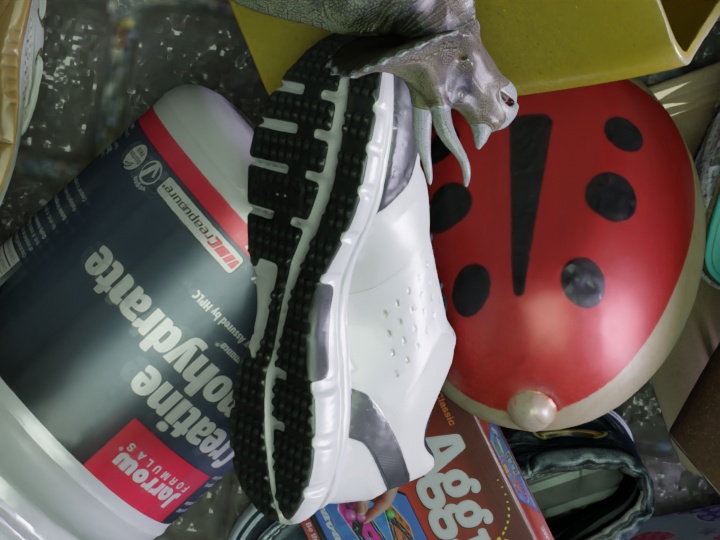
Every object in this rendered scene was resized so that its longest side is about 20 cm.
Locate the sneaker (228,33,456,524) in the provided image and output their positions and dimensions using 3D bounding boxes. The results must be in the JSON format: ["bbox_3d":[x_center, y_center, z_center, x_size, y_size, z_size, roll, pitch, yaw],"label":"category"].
[{"bbox_3d":[0.000,0.000,0.999,0.080,0.074,0.200,-3,110,-36],"label":"sneaker"}]

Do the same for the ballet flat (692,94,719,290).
[{"bbox_3d":[0.188,-0.089,1.090,0.072,0.072,0.200,16,113,-7],"label":"ballet flat"}]

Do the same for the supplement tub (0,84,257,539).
[{"bbox_3d":[-0.098,0.030,1.089,0.200,0.140,0.140,-43,101,3],"label":"supplement tub"}]

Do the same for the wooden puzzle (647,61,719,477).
[{"bbox_3d":[0.217,-0.019,1.162,0.200,0.037,0.185,-19,100,4],"label":"wooden puzzle"}]

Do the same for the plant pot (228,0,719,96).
[{"bbox_3d":[0.033,-0.170,1.038,0.176,0.200,0.200,-19,102,21],"label":"plant pot"}]

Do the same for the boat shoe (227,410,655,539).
[{"bbox_3d":[0.034,0.112,1.139,0.200,0.091,0.071,-20,101,-1],"label":"boat shoe"}]

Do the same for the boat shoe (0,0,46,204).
[{"bbox_3d":[-0.171,-0.078,1.094,0.071,0.069,0.200,16,89,6],"label":"boat shoe"}]

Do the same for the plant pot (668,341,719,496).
[{"bbox_3d":[0.234,0.038,1.053,0.200,0.187,0.187,-40,101,4],"label":"plant pot"}]

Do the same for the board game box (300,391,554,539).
[{"bbox_3d":[0.045,0.147,1.100,0.103,0.019,0.200,-25,94,26],"label":"board game box"}]

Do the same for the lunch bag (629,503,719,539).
[{"bbox_3d":[0.189,0.213,1.154,0.169,0.127,0.200,-11,105,3],"label":"lunch bag"}]

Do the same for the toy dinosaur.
[{"bbox_3d":[-0.018,-0.128,0.916,0.200,0.077,0.102,33,79,10],"label":"toy dinosaur"}]

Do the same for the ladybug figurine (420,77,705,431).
[{"bbox_3d":[0.077,-0.023,1.063,0.136,0.200,0.072,-6,142,10],"label":"ladybug figurine"}]
